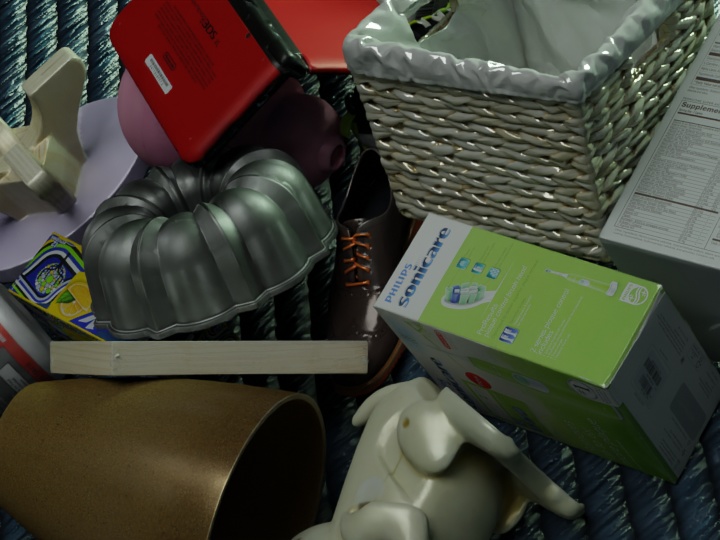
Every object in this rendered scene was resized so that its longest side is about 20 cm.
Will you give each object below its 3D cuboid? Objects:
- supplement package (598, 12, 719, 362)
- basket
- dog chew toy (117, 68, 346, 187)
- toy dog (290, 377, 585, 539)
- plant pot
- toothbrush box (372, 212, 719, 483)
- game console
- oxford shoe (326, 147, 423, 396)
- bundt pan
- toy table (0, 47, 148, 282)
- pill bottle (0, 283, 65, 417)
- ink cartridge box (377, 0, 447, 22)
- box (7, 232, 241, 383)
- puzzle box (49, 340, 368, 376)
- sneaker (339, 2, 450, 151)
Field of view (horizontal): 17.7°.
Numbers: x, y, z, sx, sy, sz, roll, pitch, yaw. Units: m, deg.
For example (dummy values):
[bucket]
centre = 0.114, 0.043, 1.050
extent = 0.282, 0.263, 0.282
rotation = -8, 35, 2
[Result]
[supplement package]
centre = 0.291, -0.048, 1.576
extent = 0.151, 0.152, 0.200
rotation = 16, 68, 36
[basket]
centre = 0.127, -0.131, 1.622
extent = 0.200, 0.161, 0.198
rotation = 14, 43, 34
[dog chew toy]
centre = -0.099, -0.121, 1.870
extent = 0.200, 0.125, 0.125
rotation = 22, 71, 29
[toy dog]
centre = 0.017, 0.176, 1.583
extent = 0.194, 0.140, 0.200
rotation = 37, 85, 35
[plant pot]
centre = -0.153, 0.148, 1.614
extent = 0.200, 0.186, 0.186
rotation = 17, 67, 20
[toothbrush box]
centre = 0.132, 0.053, 1.600
extent = 0.200, 0.146, 0.086
rotation = 20, 71, 36
[game console]
centre = -0.078, -0.173, 1.811
extent = 0.172, 0.119, 0.200
rotation = -47, 44, 13
[oxford shoe]
centre = 0.000, 0.000, 1.757
extent = 0.071, 0.073, 0.200
rotation = -8, 55, 24
[bundt pan]
centre = -0.123, -0.031, 1.737
extent = 0.202, 0.076, 0.202
rotation = -18, 25, 8
[toy table]
centre = -0.281, -0.094, 1.950
extent = 0.184, 0.117, 0.200
rotation = 30, 77, 40
[pill bottle]
centre = -0.343, 0.102, 1.848
extent = 0.200, 0.116, 0.116
rotation = -41, 49, -2
[ink cartridge box]
centre = 0.001, -0.300, 1.917
extent = 0.200, 0.050, 0.162
rotation = 30, 120, 37
[box]
centre = -0.183, 0.041, 1.831
extent = 0.200, 0.070, 0.064
rotation = 24, 72, 38
[puzzle box]
centre = -0.110, 0.063, 1.679
extent = 0.133, 0.200, 0.025
rotation = -5, 85, 64
[sneaker]
centre = 0.060, -0.172, 1.835
extent = 0.072, 0.083, 0.200
rotation = 29, 75, 39
